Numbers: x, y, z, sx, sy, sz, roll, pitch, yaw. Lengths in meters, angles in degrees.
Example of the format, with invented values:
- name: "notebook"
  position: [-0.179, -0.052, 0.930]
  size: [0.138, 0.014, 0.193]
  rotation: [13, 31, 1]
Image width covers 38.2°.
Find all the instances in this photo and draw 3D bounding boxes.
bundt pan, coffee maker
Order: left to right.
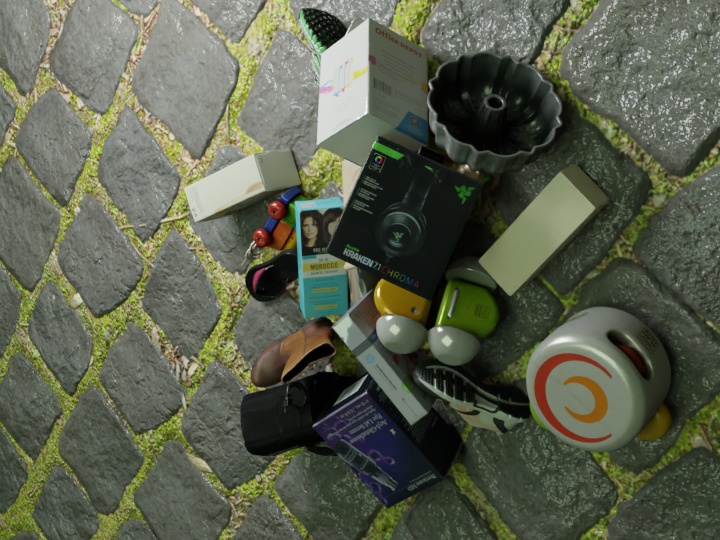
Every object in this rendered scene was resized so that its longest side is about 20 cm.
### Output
- name: "coffee maker"
  position: [-0.123, 0.250, 1.859]
  size: [0.199, 0.192, 0.136]
  rotation: [-21, 45, 38]
- name: "bundt pan"
  position: [0.189, -0.221, 1.519]
  size: [0.202, 0.201, 0.076]
  rotation: [48, 153, 20]

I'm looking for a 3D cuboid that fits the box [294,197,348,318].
- name: "box"
  position: [-0.066, -0.021, 1.797]
  size: [0.049, 0.082, 0.202]
  rotation: [-120, 26, -65]

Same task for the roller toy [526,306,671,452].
- name: "roller toy"
  position: [0.346, 0.153, 1.493]
  size: [0.199, 0.139, 0.184]
  rotation: [11, 117, 34]

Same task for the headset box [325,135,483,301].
- name: "headset box"
  position: [0.067, -0.084, 1.534]
  size: [0.173, 0.093, 0.201]
  rotation: [25, 95, -1]

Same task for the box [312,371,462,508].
- name: "box"
  position: [0.047, 0.274, 1.739]
  size: [0.200, 0.104, 0.148]
  rotation: [48, 127, -6]

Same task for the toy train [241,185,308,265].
- name: "toy train"
  position: [-0.132, -0.044, 1.882]
  size: [0.115, 0.085, 0.200]
  rotation: [38, 127, 6]

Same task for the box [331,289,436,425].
- name: "box"
  position: [0.050, 0.137, 1.683]
  size: [0.041, 0.156, 0.200]
  rotation: [-38, 91, 21]

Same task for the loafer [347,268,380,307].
- name: "loafer"
  position: [0.000, 0.000, 1.786]
  size: [0.063, 0.072, 0.202]
  rotation: [6, 106, 45]

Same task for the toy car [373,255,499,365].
- name: "toy car"
  position: [0.122, 0.069, 1.654]
  size: [0.198, 0.176, 0.150]
  rotation: [11, 152, 13]

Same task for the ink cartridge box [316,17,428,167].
- name: "ink cartridge box"
  position: [0.020, -0.282, 1.631]
  size: [0.125, 0.128, 0.202]
  rotation: [-26, 53, 44]

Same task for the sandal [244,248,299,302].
- name: "sandal"
  position: [-0.161, 0.017, 1.891]
  size: [0.075, 0.045, 0.200]
  rotation: [34, 147, -15]

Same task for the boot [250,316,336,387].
- name: "boot"
  position: [-0.118, 0.166, 1.797]
  size: [0.187, 0.200, 0.069]
  rotation: [-30, 102, 5]

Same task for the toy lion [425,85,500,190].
- name: "toy lion"
  position: [0.126, -0.197, 1.652]
  size: [0.199, 0.068, 0.193]
  rotation: [-30, 74, 39]

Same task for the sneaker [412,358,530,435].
- name: "sneaker"
  position: [0.166, 0.207, 1.643]
  size: [0.199, 0.074, 0.080]
  rotation: [26, 134, -10]

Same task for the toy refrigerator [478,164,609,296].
- name: "toy refrigerator"
  position: [0.273, -0.059, 1.554]
  size: [0.076, 0.070, 0.200]
  rotation: [47, 125, 13]

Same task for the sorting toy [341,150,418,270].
- name: "sorting toy"
  position: [0.040, -0.109, 1.677]
  size: [0.184, 0.036, 0.202]
  rotation: [-14, 71, 47]

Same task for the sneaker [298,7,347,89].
- name: "sneaker"
  position: [-0.060, -0.352, 1.752]
  size: [0.085, 0.078, 0.201]
  rotation: [-35, 73, 46]

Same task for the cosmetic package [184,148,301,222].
- name: "cosmetic package"
  position: [-0.216, -0.154, 1.902]
  size: [0.199, 0.105, 0.072]
  rotation: [-19, 89, 41]
